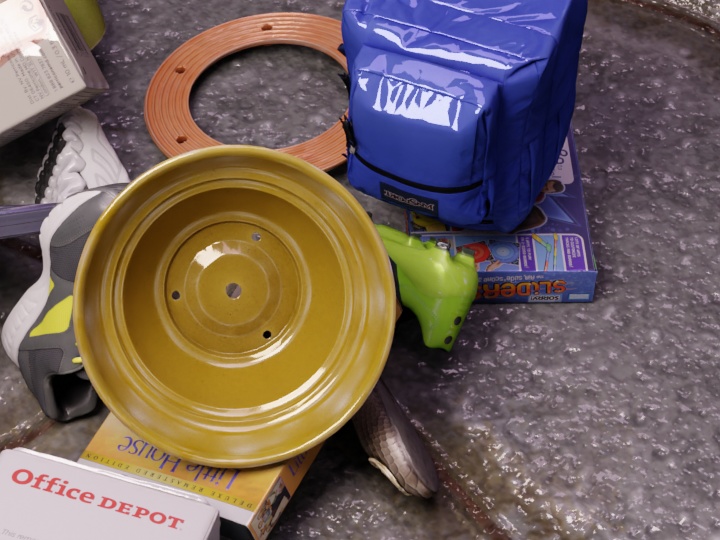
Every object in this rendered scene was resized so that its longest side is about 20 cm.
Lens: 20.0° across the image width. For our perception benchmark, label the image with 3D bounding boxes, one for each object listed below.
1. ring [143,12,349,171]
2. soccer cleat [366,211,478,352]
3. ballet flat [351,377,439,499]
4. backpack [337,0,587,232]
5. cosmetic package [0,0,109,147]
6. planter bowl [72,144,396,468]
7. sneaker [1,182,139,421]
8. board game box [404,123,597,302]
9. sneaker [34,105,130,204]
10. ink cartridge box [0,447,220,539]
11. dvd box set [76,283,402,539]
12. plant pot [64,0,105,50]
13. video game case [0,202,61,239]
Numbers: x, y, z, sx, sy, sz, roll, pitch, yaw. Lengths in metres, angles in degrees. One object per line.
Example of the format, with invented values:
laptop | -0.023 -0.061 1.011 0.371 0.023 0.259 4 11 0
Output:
ring | -0.070 -0.133 1.598 0.199 0.019 0.201 -3 47 3
soccer cleat | 0.000 0.000 1.443 0.067 0.081 0.200 13 6 -45
ballet flat | -0.006 0.085 1.376 0.046 0.067 0.200 -35 51 2
backpack | 0.059 -0.116 1.425 0.162 0.200 0.168 23 60 16
cosmetic package | -0.293 -0.122 1.464 0.199 0.103 0.087 -28 94 3
planter bowl | -0.080 0.018 1.291 0.199 0.201 0.083 -1 8 -4
sneaker | -0.174 0.022 1.341 0.074 0.200 0.085 -9 56 -32
board game box | 0.099 -0.060 1.532 0.135 0.035 0.200 0 46 -2
sneaker | -0.191 -0.046 1.492 0.081 0.075 0.200 10 38 -23
ink cartridge box | -0.183 0.219 1.211 0.146 0.086 0.200 14 45 10
dvd box set | -0.081 0.079 1.347 0.146 0.029 0.200 13 56 31
plant pot | -0.308 -0.261 1.560 0.186 0.201 0.187 -8 27 4
video game case | -0.284 -0.030 1.392 0.200 0.019 0.143 1 8 44
